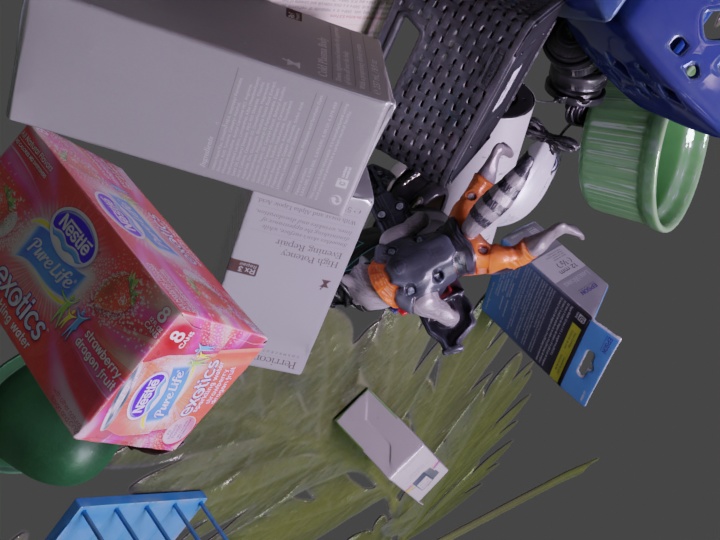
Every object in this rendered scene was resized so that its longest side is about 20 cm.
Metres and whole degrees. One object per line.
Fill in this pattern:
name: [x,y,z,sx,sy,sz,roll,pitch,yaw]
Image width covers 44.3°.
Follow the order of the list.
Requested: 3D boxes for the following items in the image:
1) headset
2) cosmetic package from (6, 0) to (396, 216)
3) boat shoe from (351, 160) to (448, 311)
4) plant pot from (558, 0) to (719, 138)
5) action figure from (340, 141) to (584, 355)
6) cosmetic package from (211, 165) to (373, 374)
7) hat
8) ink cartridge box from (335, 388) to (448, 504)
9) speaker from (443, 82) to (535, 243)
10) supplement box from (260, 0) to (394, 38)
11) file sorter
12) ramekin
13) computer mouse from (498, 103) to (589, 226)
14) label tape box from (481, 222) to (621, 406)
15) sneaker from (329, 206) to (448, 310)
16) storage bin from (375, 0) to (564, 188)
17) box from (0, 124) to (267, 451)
headset: [0.235,-0.209,0.914,0.200,0.094,0.124,-50,153,-14]
cosmetic package: [-0.090,-0.114,0.520,0.199,0.107,0.090,17,123,-17]
boat shoe: [0.039,-0.024,0.935,0.074,0.060,0.200,-15,139,-42]
plant pot: [0.273,-0.255,0.754,0.180,0.200,0.200,32,102,-16]
action figure: [0.062,-0.040,0.769,0.193,0.200,0.105,-35,163,4]
cosmetic package: [-0.070,-0.008,0.769,0.101,0.074,0.200,12,123,-15]
hat: [-0.219,0.163,0.727,0.166,0.176,0.200,-39,150,-10]
ink cartridge box: [0.052,0.252,1.242,0.067,0.117,0.200,-44,151,-6]
speaker: [0.118,-0.103,0.915,0.081,0.081,0.200,-27,146,-29]
supplement box: [-0.017,-0.237,0.581,0.126,0.074,0.200,-12,137,-45]
file sorter: [-0.247,0.338,0.973,0.139,0.123,0.200,-52,149,12]
ramekin: [0.338,-0.152,1.051,0.200,0.097,0.201,-28,126,-49]
computer mouse: [0.217,-0.118,1.058,0.200,0.044,0.110,-47,152,4]
label tape box: [0.258,0.056,1.153,0.066,0.200,0.144,-28,147,-29]
sneaker: [0.000,0.000,0.850,0.199,0.079,0.076,-20,134,4]
storage bin: [0.079,-0.165,0.695,0.135,0.094,0.200,-63,174,29]
box: [-0.168,0.009,0.574,0.103,0.200,0.095,-48,151,7]
